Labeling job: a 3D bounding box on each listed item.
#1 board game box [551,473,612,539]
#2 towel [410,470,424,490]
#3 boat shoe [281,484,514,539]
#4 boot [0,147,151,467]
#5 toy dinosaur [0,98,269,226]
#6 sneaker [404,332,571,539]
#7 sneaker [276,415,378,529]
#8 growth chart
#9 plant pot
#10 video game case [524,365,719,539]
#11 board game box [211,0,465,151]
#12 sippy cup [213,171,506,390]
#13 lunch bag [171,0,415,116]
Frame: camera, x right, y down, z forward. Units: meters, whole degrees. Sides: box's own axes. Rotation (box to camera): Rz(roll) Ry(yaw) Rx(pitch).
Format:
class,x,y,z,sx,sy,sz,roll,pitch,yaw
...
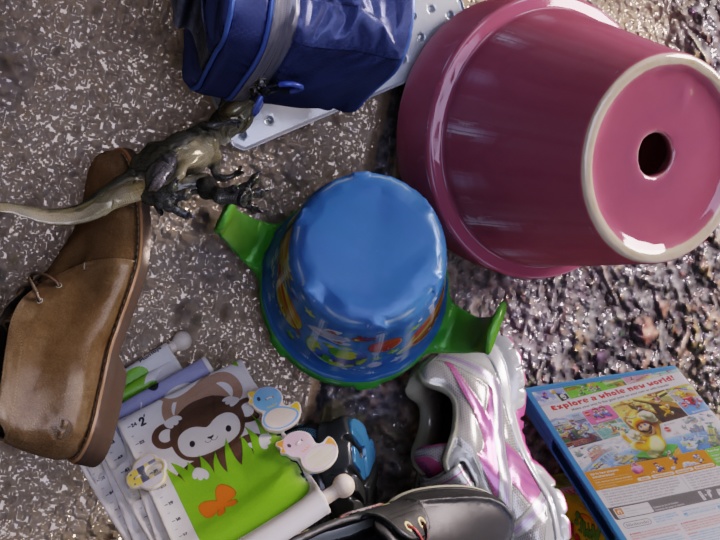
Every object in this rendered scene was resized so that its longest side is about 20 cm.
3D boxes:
class,x,y,z,sx,sy,sz,roll,pitch,yaw
board game box,0.245,0.181,0.877,0.197,0.101,0.048,-6,102,-20
towel,0.096,0.265,0.803,0.200,0.034,0.194,44,34,-19
boat shoe,0.016,0.180,0.702,0.198,0.063,0.075,-9,83,-27
boot,-0.178,0.013,0.703,0.075,0.073,0.203,16,71,-29
toy dinosaur,-0.113,-0.057,0.689,0.199,0.087,0.048,-32,132,-38
sneaker,0.080,0.145,0.803,0.087,0.081,0.203,-7,72,-29
sneaker,-0.021,0.205,0.785,0.081,0.073,0.204,-11,81,18
growth chart,-0.105,0.113,0.710,0.144,0.199,0.018,-37,137,-19
plant pot,0.148,-0.083,0.772,0.197,0.179,0.204,-6,104,-25
video game case,0.220,0.148,0.827,0.141,0.201,0.018,-6,129,-20
board game box,-0.038,-0.212,0.789,0.198,0.026,0.203,-25,102,-18
sippy cup,0.000,0.000,0.739,0.175,0.130,0.142,-12,79,-7
lunch bag,-0.048,-0.190,0.690,0.130,0.136,0.204,6,76,-19
